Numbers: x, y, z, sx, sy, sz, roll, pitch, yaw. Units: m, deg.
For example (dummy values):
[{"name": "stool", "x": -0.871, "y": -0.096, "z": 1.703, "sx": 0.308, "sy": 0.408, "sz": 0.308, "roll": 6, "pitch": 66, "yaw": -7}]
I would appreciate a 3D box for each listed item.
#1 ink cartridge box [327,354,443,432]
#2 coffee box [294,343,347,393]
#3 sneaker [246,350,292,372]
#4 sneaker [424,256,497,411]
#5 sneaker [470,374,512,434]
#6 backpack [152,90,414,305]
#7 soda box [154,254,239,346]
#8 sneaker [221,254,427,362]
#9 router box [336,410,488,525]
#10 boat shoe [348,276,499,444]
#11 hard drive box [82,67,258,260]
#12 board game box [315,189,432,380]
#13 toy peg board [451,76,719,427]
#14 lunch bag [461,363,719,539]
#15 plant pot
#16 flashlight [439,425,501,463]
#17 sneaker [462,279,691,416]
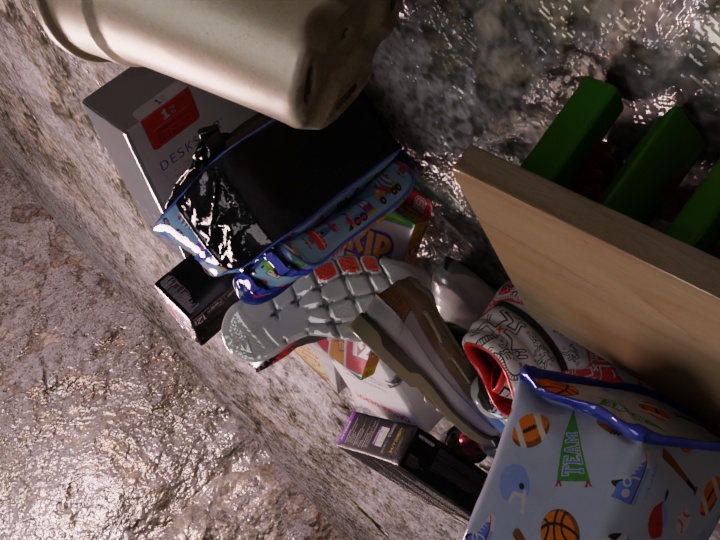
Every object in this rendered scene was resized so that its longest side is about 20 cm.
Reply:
[{"name": "ink cartridge box", "x": 0.017, "y": 0.075, "z": 0.948, "sx": 0.144, "sy": 0.084, "sz": 0.201, "roll": 15, "pitch": 140, "yaw": 56}, {"name": "coffee box", "x": -0.075, "y": 0.055, "z": 1.106, "sx": 0.200, "sy": 0.080, "sz": 0.115, "roll": 41, "pitch": 158, "yaw": 21}, {"name": "sneaker", "x": -0.126, "y": 0.066, "z": 1.005, "sx": 0.096, "sy": 0.079, "sz": 0.200, "roll": 57, "pitch": 159, "yaw": -6}, {"name": "sneaker", "x": 0.092, "y": 0.069, "z": 0.780, "sx": 0.074, "sy": 0.087, "sz": 0.201, "roll": 37, "pitch": 156, "yaw": 37}, {"name": "sneaker", "x": 0.165, "y": 0.152, "z": 0.697, "sx": 0.200, "sy": 0.076, "sz": 0.077, "roll": 36, "pitch": 130, "yaw": -16}, {"name": "backpack", "x": -0.076, "y": -0.059, "z": 0.708, "sx": 0.135, "sy": 0.182, "sz": 0.200, "roll": 54, "pitch": 143, "yaw": -5}, {"name": "soda box", "x": -0.125, "y": -0.013, "z": 0.911, "sx": 0.063, "sy": 0.200, "sz": 0.071, "roll": 41, "pitch": 159, "yaw": 21}, {"name": "sneaker", "x": -0.030, "y": 0.030, "z": 0.766, "sx": 0.082, "sy": 0.199, "sz": 0.078, "roll": -13, "pitch": -89, "yaw": -72}, {"name": "router box", "x": 0.087, "y": 0.238, "z": 0.952, "sx": 0.200, "sy": 0.051, "sz": 0.149, "roll": 37, "pitch": 162, "yaw": -22}, {"name": "boat shoe", "x": 0.075, "y": 0.081, "z": 0.704, "sx": 0.200, "sy": 0.068, "sz": 0.075, "roll": 44, "pitch": 178, "yaw": -40}, {"name": "hard drive box", "x": -0.173, "y": -0.131, "z": 0.864, "sx": 0.077, "sy": 0.156, "sz": 0.200, "roll": 36, "pitch": 157, "yaw": 30}, {"name": "board game box", "x": 0.000, "y": 0.000, "z": 0.792, "sx": 0.095, "sy": 0.030, "sz": 0.201, "roll": 36, "pitch": 122, "yaw": 28}, {"name": "toy peg board", "x": 0.183, "y": -0.006, "z": 0.483, "sx": 0.200, "sy": 0.098, "sz": 0.199, "roll": 33, "pitch": 171, "yaw": 36}, {"name": "lunch bag", "x": 0.168, "y": 0.164, "z": 0.548, "sx": 0.199, "sy": 0.171, "sz": 0.124, "roll": 13, "pitch": -170, "yaw": -38}, {"name": "plant pot", "x": -0.077, "y": -0.192, "z": 0.546, "sx": 0.183, "sy": 0.201, "sz": 0.201, "roll": 31, "pitch": 156, "yaw": 12}, {"name": "flashlight", "x": 0.135, "y": 0.189, "z": 0.928, "sx": 0.067, "sy": 0.068, "sz": 0.200, "roll": 30, "pitch": 157, "yaw": -3}, {"name": "sneaker", "x": 0.169, "y": 0.095, "z": 0.635, "sx": 0.201, "sy": 0.108, "sz": 0.067, "roll": 46, "pitch": 160, "yaw": 6}]
